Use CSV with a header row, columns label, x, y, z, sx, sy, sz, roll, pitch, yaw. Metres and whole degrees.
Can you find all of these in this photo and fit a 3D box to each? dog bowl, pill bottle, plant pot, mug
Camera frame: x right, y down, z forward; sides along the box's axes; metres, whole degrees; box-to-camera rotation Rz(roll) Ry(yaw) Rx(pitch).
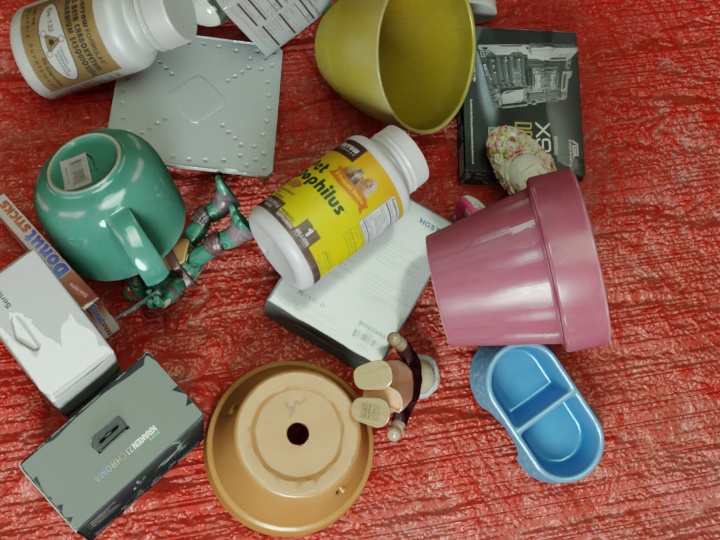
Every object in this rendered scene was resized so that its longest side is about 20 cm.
label,x,y,z,sx,sy,sz,roll,pitch,yaw
dog bowl,0.211,0.162,1.383,0.111,0.050,0.201,-34,94,-3
pill bottle,-0.021,-0.077,1.333,0.200,0.109,0.109,-38,83,-16
pill bottle,-0.300,-0.283,1.387,0.198,0.114,0.115,-14,75,18
plant pot,0.029,-0.273,1.443,0.141,0.200,0.201,11,67,39
plant pot,0.172,0.003,1.320,0.177,0.200,0.202,-14,76,7
plant pot,-0.076,0.192,1.314,0.198,0.140,0.202,2,75,-7
mug,-0.270,-0.078,1.298,0.184,0.115,0.153,13,58,26

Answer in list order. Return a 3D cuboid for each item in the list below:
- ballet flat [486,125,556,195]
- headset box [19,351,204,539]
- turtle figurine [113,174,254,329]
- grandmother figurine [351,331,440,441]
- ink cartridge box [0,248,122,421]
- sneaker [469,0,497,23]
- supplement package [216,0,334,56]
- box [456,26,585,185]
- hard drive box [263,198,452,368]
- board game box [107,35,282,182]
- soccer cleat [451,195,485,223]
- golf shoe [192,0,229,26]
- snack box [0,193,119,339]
label,x,y,z,sx,sy,sz,roll,pitch,yaw
ballet flat,0.223,-0.089,1.439,0.075,0.064,0.201,-34,104,2
headset box,-0.259,0.192,1.256,0.174,0.200,0.093,-42,84,-16
turtle figurine,-0.223,-0.019,1.373,0.199,0.101,0.150,-35,62,2
grandmother figurine,0.046,0.131,1.330,0.060,0.200,0.122,14,99,18
ink cartridge box,-0.331,0.081,1.275,0.084,0.200,0.146,-38,82,-16
sneaker,0.081,-0.395,1.539,0.198,0.074,0.117,6,72,-17
supplement package,-0.144,-0.392,1.432,0.110,0.156,0.201,-34,73,7
box,0.202,-0.209,1.511,0.156,0.050,0.202,2,75,-7
hard drive box,0.000,0.000,1.410,0.155,0.077,0.201,31,73,1
board game box,-0.200,-0.202,1.441,0.198,0.026,0.202,6,59,-6
soccer cleat,0.180,-0.004,1.448,0.086,0.070,0.201,-20,84,-22
golf shoe,-0.262,-0.334,1.470,0.198,0.077,0.089,21,72,7
snack box,-0.346,-0.005,1.329,0.024,0.072,0.200,-40,61,-15
